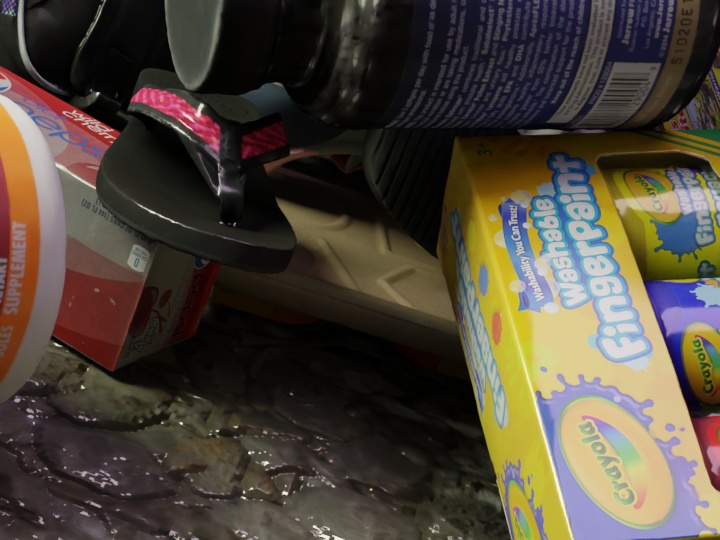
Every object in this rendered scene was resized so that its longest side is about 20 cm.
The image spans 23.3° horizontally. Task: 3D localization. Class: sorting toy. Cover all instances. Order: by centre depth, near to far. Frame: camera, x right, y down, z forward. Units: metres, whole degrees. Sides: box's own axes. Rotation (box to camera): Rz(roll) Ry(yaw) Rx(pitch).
[{"bbox_3d":[0.000,0.000,0.841,0.185,0.036,0.200,18,15,-11],"label":"sorting toy"}]

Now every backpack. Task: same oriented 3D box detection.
[{"bbox_3d":[-0.118,-0.175,0.851,0.151,0.200,0.178,23,3,34],"label":"backpack"}]

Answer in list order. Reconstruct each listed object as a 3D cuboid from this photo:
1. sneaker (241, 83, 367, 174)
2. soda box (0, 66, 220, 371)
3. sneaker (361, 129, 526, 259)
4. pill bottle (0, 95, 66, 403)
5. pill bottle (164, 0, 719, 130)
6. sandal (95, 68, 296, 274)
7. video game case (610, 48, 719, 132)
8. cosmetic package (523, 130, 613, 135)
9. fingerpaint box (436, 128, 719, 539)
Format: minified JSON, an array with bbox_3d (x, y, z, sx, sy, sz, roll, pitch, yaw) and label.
[{"bbox_3d":[0.017,-0.092,0.890,0.200,0.082,0.070,-7,43,-35],"label":"sneaker"},{"bbox_3d":[-0.152,-0.039,0.722,0.200,0.070,0.063,30,23,18],"label":"soda box"},{"bbox_3d":[0.058,-0.042,0.868,0.200,0.074,0.088,20,9,-46],"label":"sneaker"},{"bbox_3d":[-0.201,-0.009,0.536,0.200,0.113,0.113,2,28,-41],"label":"pill bottle"},{"bbox_3d":[0.031,-0.110,0.677,0.200,0.112,0.112,-1,28,-21],"label":"pill bottle"},{"bbox_3d":[-0.062,-0.054,0.688,0.075,0.045,0.200,18,21,-15],"label":"sandal"},{"bbox_3d":[0.159,-0.121,0.834,0.181,0.025,0.200,-18,87,-49],"label":"video game case"},{"bbox_3d":[0.151,-0.026,0.844,0.151,0.052,0.200,60,38,-11],"label":"cosmetic package"},{"bbox_3d":[0.130,0.035,0.658,0.167,0.073,0.200,-2,46,-9],"label":"fingerpaint box"}]
